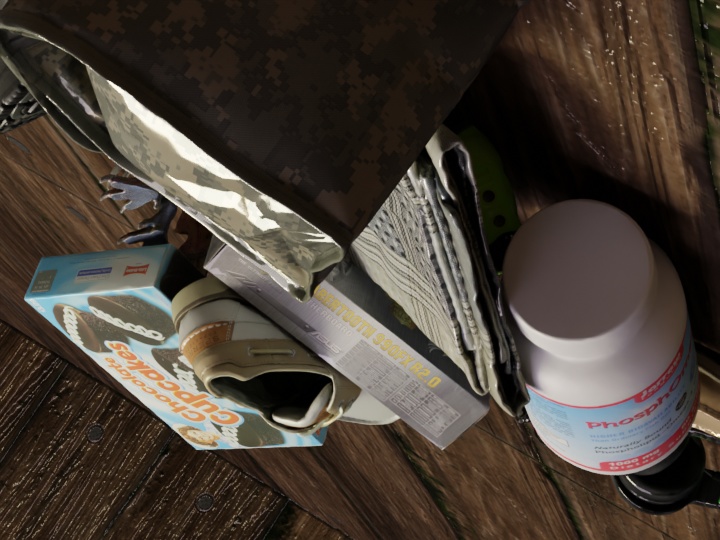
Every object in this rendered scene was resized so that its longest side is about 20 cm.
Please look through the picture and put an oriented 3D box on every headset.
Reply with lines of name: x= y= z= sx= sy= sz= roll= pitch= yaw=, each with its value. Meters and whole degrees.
headset: x=0.202 y=0.106 z=1.349 sx=0.199 sy=0.094 sz=0.124 roll=10 pitch=153 yaw=26

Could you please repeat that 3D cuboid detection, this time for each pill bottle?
pill bottle: x=0.136 y=0.038 z=1.125 sx=0.108 sy=0.109 sz=0.200 roll=29 pitch=167 yaw=23

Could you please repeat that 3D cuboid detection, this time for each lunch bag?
lunch bag: x=-0.052 y=-0.112 z=0.915 sx=0.199 sy=0.164 sz=0.118 roll=36 pitch=161 yaw=-2

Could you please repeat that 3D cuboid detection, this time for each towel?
towel: x=0.017 y=-0.033 z=1.086 sx=0.200 sy=0.034 sz=0.194 roll=45 pitch=157 yaw=49

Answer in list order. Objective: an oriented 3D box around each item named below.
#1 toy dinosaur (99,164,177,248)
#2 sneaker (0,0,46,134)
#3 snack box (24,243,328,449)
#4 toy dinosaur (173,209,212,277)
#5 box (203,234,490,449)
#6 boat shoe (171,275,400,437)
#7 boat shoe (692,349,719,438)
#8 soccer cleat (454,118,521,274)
toy dinosaur: x=-0.129 y=-0.097 z=1.291 sx=0.198 sy=0.183 sz=0.105 roll=-10 pitch=140 yaw=21
sneaker: x=-0.187 y=-0.159 z=1.138 sx=0.091 sy=0.200 sz=0.076 roll=47 pitch=-151 yaw=11
snack box: x=-0.118 y=0.055 z=1.314 sx=0.116 sy=0.037 sz=0.200 roll=-5 pitch=143 yaw=36
toy dinosaur: x=-0.051 y=0.015 z=1.329 sx=0.199 sy=0.086 sz=0.136 roll=21 pitch=151 yaw=4
box: x=0.000 y=0.000 z=1.262 sx=0.200 sy=0.048 sz=0.159 roll=38 pitch=-152 yaw=-16
boat shoe: x=-0.039 y=0.070 z=1.248 sx=0.199 sy=0.075 sz=0.069 roll=22 pitch=-139 yaw=-40
boat shoe: x=0.174 y=0.076 z=1.254 sx=0.199 sy=0.069 sz=0.074 roll=28 pitch=166 yaw=29
soccer cleat: x=0.053 y=-0.023 z=1.171 sx=0.082 sy=0.067 sz=0.200 roll=64 pitch=170 yaw=9
